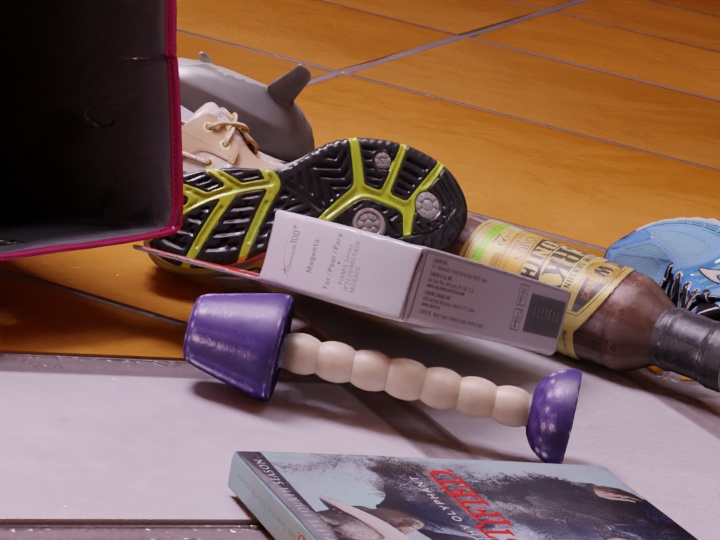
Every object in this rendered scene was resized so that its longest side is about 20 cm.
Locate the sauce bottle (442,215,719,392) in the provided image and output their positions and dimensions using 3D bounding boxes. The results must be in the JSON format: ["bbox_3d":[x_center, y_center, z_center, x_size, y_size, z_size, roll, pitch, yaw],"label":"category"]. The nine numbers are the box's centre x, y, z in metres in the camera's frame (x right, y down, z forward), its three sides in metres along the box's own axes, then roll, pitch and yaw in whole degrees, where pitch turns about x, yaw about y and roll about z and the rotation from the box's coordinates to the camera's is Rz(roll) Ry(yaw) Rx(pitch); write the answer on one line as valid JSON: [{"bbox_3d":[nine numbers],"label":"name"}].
[{"bbox_3d":[0.137,0.022,1.282,0.200,0.065,0.065,19,16,29],"label":"sauce bottle"}]

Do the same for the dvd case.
[{"bbox_3d":[0.059,0.118,0.936,0.200,0.022,0.146,4,16,-26],"label":"dvd case"}]

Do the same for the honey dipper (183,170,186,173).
[{"bbox_3d":[-0.213,-0.065,1.401,0.200,0.038,0.038,11,14,11],"label":"honey dipper"}]

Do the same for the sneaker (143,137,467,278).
[{"bbox_3d":[-0.035,-0.036,1.285,0.200,0.076,0.076,-2,-8,-13],"label":"sneaker"}]

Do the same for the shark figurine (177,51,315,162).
[{"bbox_3d":[-0.122,-0.113,1.579,0.214,0.090,0.128,16,-21,-16],"label":"shark figurine"}]

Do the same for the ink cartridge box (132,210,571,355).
[{"bbox_3d":[0.000,0.000,1.187,0.173,0.044,0.200,16,1,29],"label":"ink cartridge box"}]

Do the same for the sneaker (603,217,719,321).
[{"bbox_3d":[0.223,0.020,1.339,0.090,0.079,0.200,-5,22,-40],"label":"sneaker"}]

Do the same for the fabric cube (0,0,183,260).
[{"bbox_3d":[-0.234,-0.111,1.143,0.199,0.200,0.196,2,6,38],"label":"fabric cube"}]

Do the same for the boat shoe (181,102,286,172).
[{"bbox_3d":[-0.112,-0.082,1.466,0.200,0.069,0.074,14,14,9],"label":"boat shoe"}]

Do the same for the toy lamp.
[{"bbox_3d":[0.010,0.052,1.080,0.200,0.058,0.058,12,14,3],"label":"toy lamp"}]
